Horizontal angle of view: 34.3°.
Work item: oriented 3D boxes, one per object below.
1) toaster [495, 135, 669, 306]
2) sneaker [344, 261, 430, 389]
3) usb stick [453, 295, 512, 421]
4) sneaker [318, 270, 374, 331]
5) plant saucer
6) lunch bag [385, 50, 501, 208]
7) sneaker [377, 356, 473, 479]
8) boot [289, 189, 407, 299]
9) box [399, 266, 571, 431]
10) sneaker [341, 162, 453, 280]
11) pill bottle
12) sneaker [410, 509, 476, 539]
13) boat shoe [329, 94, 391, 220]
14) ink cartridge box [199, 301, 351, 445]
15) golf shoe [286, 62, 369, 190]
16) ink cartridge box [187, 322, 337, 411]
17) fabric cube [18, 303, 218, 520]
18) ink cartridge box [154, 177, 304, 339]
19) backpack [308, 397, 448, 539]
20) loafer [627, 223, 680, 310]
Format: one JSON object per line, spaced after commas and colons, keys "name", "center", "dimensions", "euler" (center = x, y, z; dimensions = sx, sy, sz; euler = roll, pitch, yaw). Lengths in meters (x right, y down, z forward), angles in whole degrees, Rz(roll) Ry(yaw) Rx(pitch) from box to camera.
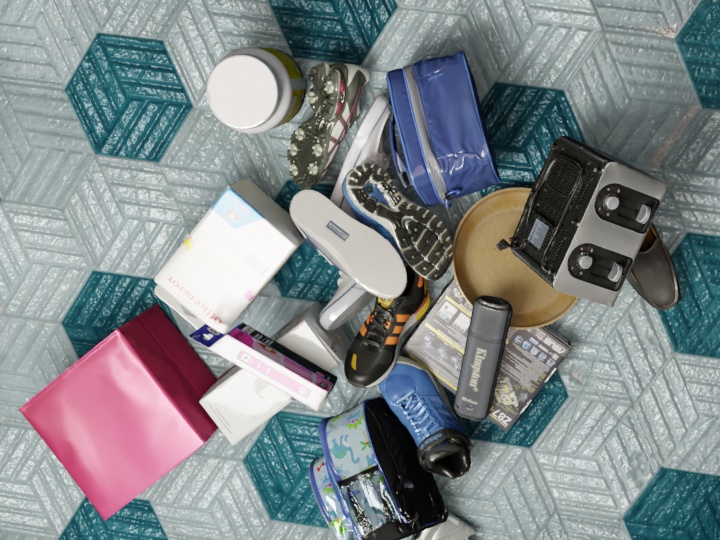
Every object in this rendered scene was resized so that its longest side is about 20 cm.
{"name": "toaster", "center": [0.293, -0.068, 1.541], "dimensions": [0.118, 0.200, 0.182], "euler": [19, 102, -20]}
{"name": "sneaker", "center": [0.031, 0.069, 1.635], "dimensions": [0.070, 0.201, 0.090], "euler": [18, 145, 26]}
{"name": "usb stick", "center": [0.171, 0.124, 1.634], "dimensions": [0.055, 0.033, 0.201], "euler": [13, 121, 8]}
{"name": "sneaker", "center": [0.000, 0.000, 1.670], "dimensions": [0.071, 0.073, 0.200], "euler": [39, 71, 13]}
{"name": "plant saucer", "center": [0.224, -0.016, 1.654], "dimensions": [0.198, 0.035, 0.202], "euler": [1, 83, -6]}
{"name": "lunch bag", "center": [0.106, -0.182, 1.590], "dimensions": [0.131, 0.136, 0.202], "euler": [-15, 74, 10]}
{"name": "sneaker", "center": [0.095, 0.215, 1.661], "dimensions": [0.076, 0.111, 0.200], "euler": [-32, 119, 8]}
{"name": "boot", "center": [-0.014, -0.031, 1.614], "dimensions": [0.073, 0.090, 0.200], "euler": [-44, 80, -9]}
{"name": "box", "center": [0.182, 0.112, 1.699], "dimensions": [0.199, 0.049, 0.162], "euler": [35, 100, -1]}
{"name": "sneaker", "center": [0.050, -0.068, 1.620], "dimensions": [0.079, 0.089, 0.200], "euler": [-45, 102, -13]}
{"name": "pill bottle", "center": [-0.142, -0.246, 1.589], "dimensions": [0.113, 0.200, 0.115], "euler": [1, 100, 6]}
{"name": "sneaker", "center": [0.113, 0.462, 1.758], "dimensions": [0.115, 0.075, 0.201], "euler": [26, 101, -2]}
{"name": "boat shoe", "center": [0.010, -0.150, 1.663], "dimensions": [0.065, 0.074, 0.201], "euler": [22, 112, -2]}
{"name": "ink cartridge box", "center": [-0.120, 0.145, 1.686], "dimensions": [0.199, 0.144, 0.084], "euler": [-37, 94, 10]}
{"name": "golf shoe", "center": [-0.042, -0.199, 1.650], "dimensions": [0.077, 0.088, 0.201], "euler": [45, 130, 30]}
{"name": "ink cartridge box", "center": [-0.128, 0.117, 1.562], "dimensions": [0.199, 0.095, 0.037], "euler": [27, 100, 3]}
{"name": "fabric cube", "center": [-0.331, 0.199, 1.692], "dimensions": [0.196, 0.200, 0.200], "euler": [-38, 93, 12]}
{"name": "ink cartridge box", "center": [-0.190, -0.012, 1.675], "dimensions": [0.128, 0.125, 0.200], "euler": [41, 103, -2]}
{"name": "backpack", "center": [0.012, 0.294, 1.677], "dimensions": [0.146, 0.183, 0.201], "euler": [-25, 76, 16]}
{"name": "loafer", "center": [0.393, -0.030, 1.638], "dimensions": [0.072, 0.072, 0.201], "euler": [-29, 96, 10]}
